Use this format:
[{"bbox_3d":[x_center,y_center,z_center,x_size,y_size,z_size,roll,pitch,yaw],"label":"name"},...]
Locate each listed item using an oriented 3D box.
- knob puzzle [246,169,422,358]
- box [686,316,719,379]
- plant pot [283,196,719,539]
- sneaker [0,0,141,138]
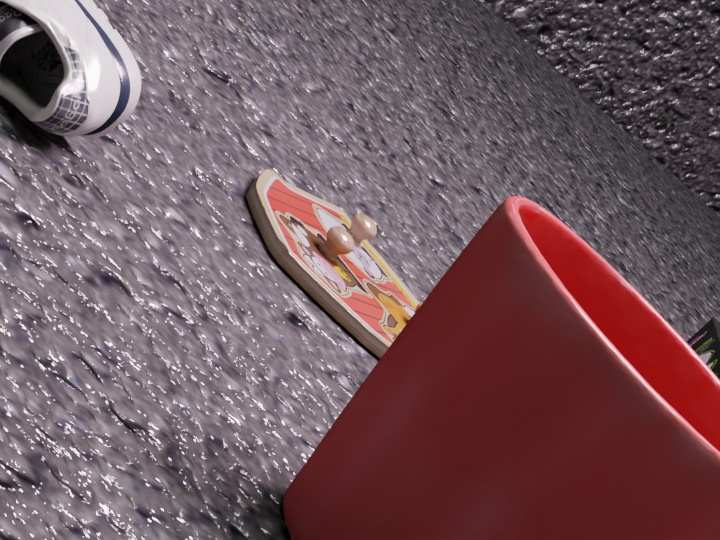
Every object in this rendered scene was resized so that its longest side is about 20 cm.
[{"bbox_3d":[0.000,0.000,1.486,0.220,0.030,0.220,44,12,-12],"label":"knob puzzle"},{"bbox_3d":[0.275,0.148,1.715,0.149,0.124,0.200,45,13,-8],"label":"box"},{"bbox_3d":[0.075,0.095,1.064,0.200,0.177,0.200,43,12,-11],"label":"plant pot"},{"bbox_3d":[-0.199,-0.153,1.223,0.200,0.076,0.080,47,21,12],"label":"sneaker"}]
